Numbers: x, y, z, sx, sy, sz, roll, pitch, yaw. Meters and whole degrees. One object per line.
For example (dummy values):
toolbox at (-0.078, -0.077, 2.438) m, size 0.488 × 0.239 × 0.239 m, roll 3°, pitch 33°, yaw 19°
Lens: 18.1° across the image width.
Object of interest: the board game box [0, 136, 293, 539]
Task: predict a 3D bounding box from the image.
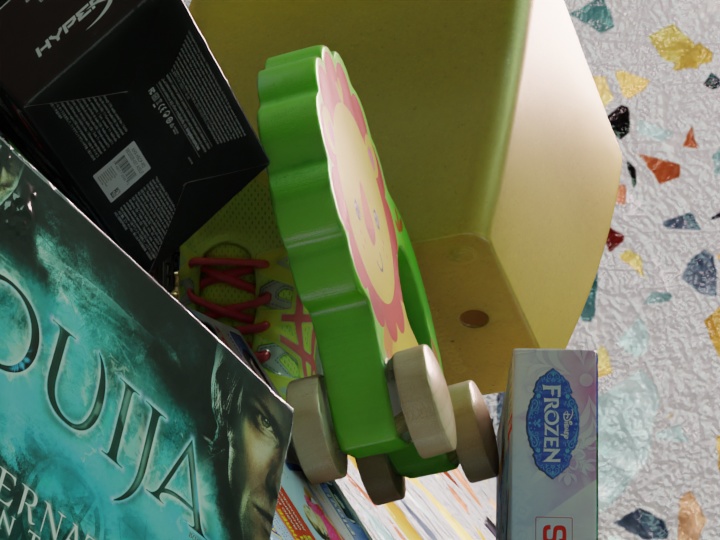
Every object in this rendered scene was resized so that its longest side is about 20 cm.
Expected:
board game box at (-0.097, 0.051, 0.737) m, size 0.200 × 0.028 × 0.136 m, roll 46°, pitch 42°, yaw -39°

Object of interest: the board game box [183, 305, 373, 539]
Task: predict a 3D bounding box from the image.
board game box at (-0.046, 0.108, 0.928) m, size 0.200 × 0.056 × 0.196 m, roll 57°, pitch 6°, yaw 15°

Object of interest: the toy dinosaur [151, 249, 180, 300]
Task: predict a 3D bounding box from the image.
toy dinosaur at (-0.110, -0.046, 1.151) m, size 0.102 × 0.201 × 0.136 m, roll 18°, pitch 0°, yaw -20°

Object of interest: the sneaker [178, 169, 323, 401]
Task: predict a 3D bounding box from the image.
sneaker at (-0.055, 0.032, 1.077) m, size 0.090 × 0.078 × 0.201 m, roll -54°, pitch 141°, yaw -57°

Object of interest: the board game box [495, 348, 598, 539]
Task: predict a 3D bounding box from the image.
board game box at (0.086, 0.155, 1.068) m, size 0.200 × 0.041 × 0.200 m, roll 83°, pitch 8°, yaw -76°

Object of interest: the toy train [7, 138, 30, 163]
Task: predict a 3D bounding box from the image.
toy train at (-0.165, -0.128, 1.035) m, size 0.056 × 0.042 × 0.200 m, roll 9°, pitch 49°, yaw -62°

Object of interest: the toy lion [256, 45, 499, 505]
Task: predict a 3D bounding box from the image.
toy lion at (0.000, 0.000, 1.016) m, size 0.200 × 0.068 × 0.192 m, roll 40°, pitch 37°, yaw -74°

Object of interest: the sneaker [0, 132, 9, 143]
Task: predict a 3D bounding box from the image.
sneaker at (-0.154, -0.034, 1.062) m, size 0.200 × 0.078 × 0.079 m, roll 53°, pitch 0°, yaw 30°

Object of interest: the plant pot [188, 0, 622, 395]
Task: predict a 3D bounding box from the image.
plant pot at (0.025, -0.036, 1.219) m, size 0.200 × 0.199 × 0.177 m, roll 61°, pitch 25°, yaw -47°

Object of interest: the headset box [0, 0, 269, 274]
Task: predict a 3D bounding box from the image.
headset box at (-0.141, -0.111, 0.904) m, size 0.200 × 0.075 × 0.149 m, roll 43°, pitch -9°, yaw 27°
